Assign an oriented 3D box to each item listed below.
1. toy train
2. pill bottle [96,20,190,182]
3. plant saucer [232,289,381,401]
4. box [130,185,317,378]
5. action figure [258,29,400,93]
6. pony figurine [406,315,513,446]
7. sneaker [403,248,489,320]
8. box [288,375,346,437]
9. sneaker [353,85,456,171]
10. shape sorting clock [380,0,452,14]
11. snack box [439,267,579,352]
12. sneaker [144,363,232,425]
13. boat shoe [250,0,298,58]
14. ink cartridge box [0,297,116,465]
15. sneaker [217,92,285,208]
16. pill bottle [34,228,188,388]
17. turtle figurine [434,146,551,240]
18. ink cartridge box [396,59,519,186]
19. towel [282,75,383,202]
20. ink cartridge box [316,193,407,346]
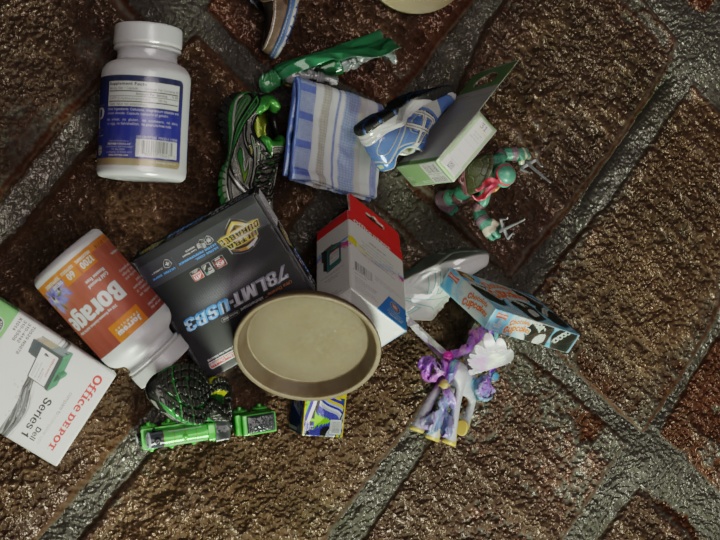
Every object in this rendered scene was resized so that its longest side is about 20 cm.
[{"bbox_3d":[-0.211,0.220,1.626,0.199,0.056,0.042,-7,96,-21],"label":"toy train"},{"bbox_3d":[-0.286,-0.221,1.555,0.119,0.120,0.202,3,89,-21],"label":"pill bottle"},{"bbox_3d":[-0.071,0.098,1.570,0.199,0.030,0.201,1,131,1],"label":"plant saucer"},{"bbox_3d":[-0.175,0.018,1.596,0.199,0.050,0.199,-28,105,7],"label":"box"},{"bbox_3d":[-0.051,-0.289,1.664,0.199,0.118,0.055,-16,108,-11],"label":"action figure"},{"bbox_3d":[0.138,0.149,1.708,0.166,0.193,0.201,18,81,21],"label":"pony figurine"},{"bbox_3d":[0.104,0.026,1.744,0.199,0.070,0.081,-24,105,-12],"label":"sneaker"},{"bbox_3d":[-0.055,0.134,1.677,0.064,0.070,0.201,7,89,-20],"label":"box"},{"bbox_3d":[0.071,-0.212,1.705,0.200,0.075,0.077,-35,109,-35],"label":"sneaker"},{"bbox_3d":[0.080,-0.480,1.733,0.199,0.039,0.202,-1,92,-23],"label":"shape sorting clock"},{"bbox_3d":[0.220,0.060,1.723,0.199,0.116,0.037,17,109,-42],"label":"snack box"},{"bbox_3d":[-0.236,0.172,1.542,0.085,0.200,0.079,-9,74,12],"label":"sneaker"},{"bbox_3d":[-0.124,-0.397,1.646,0.072,0.072,0.201,12,77,-16],"label":"boat shoe"},{"bbox_3d":[-0.439,0.139,1.521,0.200,0.084,0.147,35,79,-18],"label":"ink cartridge box"},{"bbox_3d":[-0.146,-0.146,1.611,0.078,0.085,0.201,-8,96,-48],"label":"sneaker"},{"bbox_3d":[-0.322,0.053,1.539,0.112,0.112,0.200,-43,98,-15],"label":"pill bottle"},{"bbox_3d":[0.186,-0.129,1.693,0.101,0.200,0.150,41,75,-25],"label":"turtle figurine"},{"bbox_3d":[0.152,-0.212,1.710,0.048,0.145,0.200,45,76,-16],"label":"ink cartridge box"},{"bbox_3d":[-0.033,-0.183,1.654,0.199,0.024,0.148,9,86,-52],"label":"towel"},{"bbox_3d":[0.000,0.000,1.639,0.067,0.201,0.116,-34,125,27],"label":"ink cartridge box"}]
